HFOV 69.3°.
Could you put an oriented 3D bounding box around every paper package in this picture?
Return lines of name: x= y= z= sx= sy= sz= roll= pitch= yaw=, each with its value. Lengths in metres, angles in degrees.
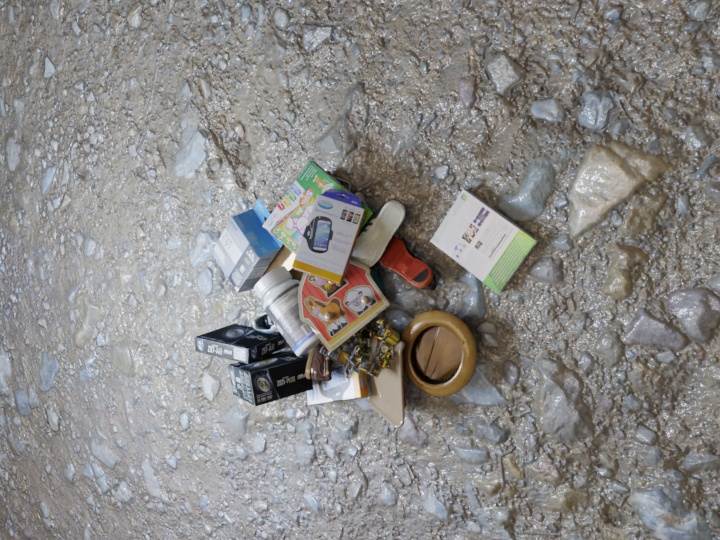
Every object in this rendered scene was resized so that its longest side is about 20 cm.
paper package: x=-0.166 y=-0.061 z=1.365 sx=0.188 sy=0.103 sz=0.203 roll=0 pitch=98 yaw=31

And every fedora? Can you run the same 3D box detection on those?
fedora: x=0.187 y=0.187 z=1.209 sx=0.198 sy=0.082 sz=0.204 roll=4 pitch=99 yaw=29

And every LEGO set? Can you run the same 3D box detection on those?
LEGO set: x=-0.012 y=0.167 z=1.229 sx=0.155 sy=0.115 sz=0.200 roll=-59 pitch=23 yaw=-6

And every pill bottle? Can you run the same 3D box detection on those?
pill bottle: x=-0.165 y=0.096 z=1.269 sx=0.114 sy=0.113 sz=0.201 roll=-42 pitch=80 yaw=27

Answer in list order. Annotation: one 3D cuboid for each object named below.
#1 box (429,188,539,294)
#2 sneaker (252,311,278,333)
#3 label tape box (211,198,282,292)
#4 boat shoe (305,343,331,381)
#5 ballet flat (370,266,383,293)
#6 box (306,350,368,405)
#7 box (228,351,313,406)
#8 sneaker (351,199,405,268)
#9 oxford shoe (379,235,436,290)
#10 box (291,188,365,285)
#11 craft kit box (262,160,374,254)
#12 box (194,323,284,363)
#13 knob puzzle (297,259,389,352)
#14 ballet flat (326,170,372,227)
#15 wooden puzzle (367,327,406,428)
box: x=0.270 y=-0.065 z=1.153 sx=0.200 sy=0.036 sz=0.145 roll=41 pitch=115 yaw=20
sneaker: x=-0.214 y=0.132 z=1.439 sx=0.198 sy=0.072 sz=0.073 roll=-20 pitch=86 yaw=29
label tape box: x=-0.291 y=-0.065 z=1.346 sx=0.144 sy=0.066 sz=0.201 roll=52 pitch=125 yaw=20
boat shoe: x=-0.086 y=0.187 z=1.342 sx=0.069 sy=0.071 sz=0.203 roll=2 pitch=65 yaw=15
ballet flat: x=0.000 y=0.000 z=1.311 sx=0.064 sy=0.067 sz=0.202 roll=-30 pitch=80 yaw=57
box: x=-0.076 y=0.285 z=1.374 sx=0.198 sy=0.041 sz=0.121 roll=-16 pitch=73 yaw=29
box: x=-0.241 y=0.280 z=1.379 sx=0.199 sy=0.162 sz=0.087 roll=-6 pitch=94 yaw=61
sneaker: x=0.038 y=-0.083 z=1.237 sx=0.075 sy=0.085 sz=0.200 roll=39 pitch=108 yaw=-8
oxford shoe: x=0.103 y=-0.015 z=1.237 sx=0.071 sy=0.072 sz=0.200 roll=-46 pitch=52 yaw=4
box: x=-0.067 y=-0.081 z=1.184 sx=0.118 sy=0.042 sz=0.202 roll=18 pitch=81 yaw=7
craft kit box: x=-0.101 y=-0.122 z=1.246 sx=0.197 sy=0.049 sz=0.201 roll=38 pitch=102 yaw=1
box: x=-0.338 y=0.203 z=1.469 sx=0.198 sy=0.160 sz=0.044 roll=6 pitch=102 yaw=30
knob puzzle: x=-0.059 y=0.052 z=1.194 sx=0.216 sy=0.030 sz=0.223 roll=-1 pitch=76 yaw=4
ballet flat: x=-0.031 y=-0.181 z=1.294 sx=0.199 sy=0.069 sz=0.063 roll=38 pitch=98 yaw=18
wooden puzzle: x=0.066 y=0.254 z=1.270 sx=0.185 sy=0.037 sz=0.203 roll=-163 pitch=73 yaw=-66
